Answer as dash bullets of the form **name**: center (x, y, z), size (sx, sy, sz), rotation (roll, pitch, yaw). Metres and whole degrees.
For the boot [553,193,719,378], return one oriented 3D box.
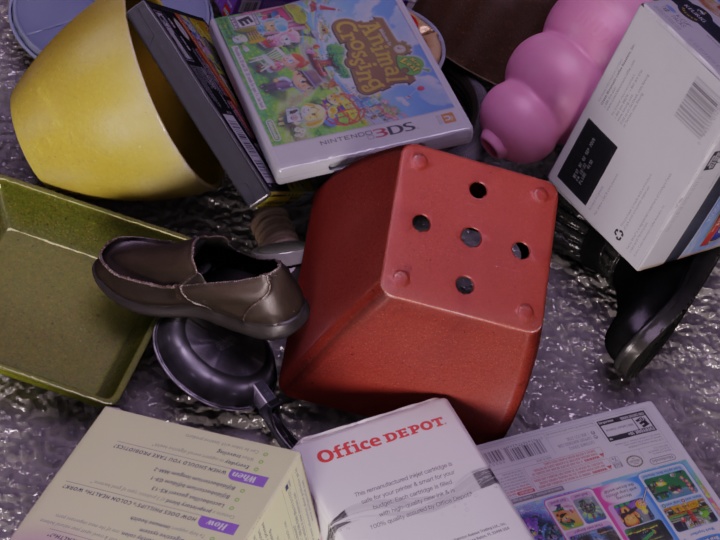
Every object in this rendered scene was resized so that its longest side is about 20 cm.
- **boot**: center (0.225, -0.003, 1.693), size (0.157, 0.080, 0.211), rotation (32, 40, 9)

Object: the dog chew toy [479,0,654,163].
- **dog chew toy**: center (0.189, -0.174, 1.710), size (0.200, 0.125, 0.125), rotation (-40, 63, -13)

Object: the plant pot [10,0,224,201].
- **plant pot**: center (-0.227, -0.142, 1.684), size (0.141, 0.200, 0.201), rotation (-21, 49, 11)

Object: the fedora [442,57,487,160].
- **fedora**: center (0.034, -0.126, 1.763), size (0.176, 0.091, 0.200), rotation (15, 41, 1)

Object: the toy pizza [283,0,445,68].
- **toy pizza**: center (-0.020, -0.212, 1.752), size (0.199, 0.032, 0.201), rotation (-1, 39, 1)

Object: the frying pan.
- **frying pan**: center (-0.104, 0.096, 1.549), size (0.115, 0.031, 0.190), rotation (1, 48, -37)

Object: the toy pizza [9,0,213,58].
- **toy pizza**: center (-0.245, -0.246, 1.849), size (0.199, 0.032, 0.201), rotation (5, 48, -5)

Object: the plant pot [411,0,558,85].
- **plant pot**: center (0.171, -0.295, 1.822), size (0.186, 0.201, 0.187), rotation (23, 22, -10)

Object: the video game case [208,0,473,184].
- **video game case**: center (-0.020, -0.170, 1.667), size (0.181, 0.022, 0.200), rotation (-13, 51, -16)

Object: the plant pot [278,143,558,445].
- **plant pot**: center (0.063, 0.007, 1.538), size (0.199, 0.176, 0.201), rotation (15, 65, -11)

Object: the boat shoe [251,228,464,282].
- **boat shoe**: center (0.000, 0.000, 1.668), size (0.200, 0.061, 0.072), rotation (-7, 10, -21)

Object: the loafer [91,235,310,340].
- **loafer**: center (-0.132, -0.003, 1.547), size (0.199, 0.072, 0.073), rotation (11, 38, 22)

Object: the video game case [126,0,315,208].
- **video game case**: center (-0.120, -0.144, 1.666), size (0.025, 0.181, 0.200), rotation (-34, 86, 11)

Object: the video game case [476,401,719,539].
- **video game case**: center (0.203, 0.199, 1.537), size (0.199, 0.024, 0.182), rotation (-11, 52, -28)

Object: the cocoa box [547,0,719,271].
- **cocoa box**: center (0.282, -0.123, 1.633), size (0.131, 0.200, 0.133), rotation (-14, 52, -40)

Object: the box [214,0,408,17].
- **box**: center (-0.066, -0.305, 1.912), size (0.199, 0.039, 0.137), rotation (-3, 48, -30)

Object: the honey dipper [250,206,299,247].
- **honey dipper**: center (-0.100, -0.085, 1.739), size (0.038, 0.038, 0.200), rotation (-9, 49, -18)

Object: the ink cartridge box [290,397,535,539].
- **ink cartridge box**: center (0.044, 0.213, 1.466), size (0.144, 0.084, 0.200), rotation (-15, 53, -22)

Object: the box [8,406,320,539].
- **box**: center (-0.154, 0.217, 1.387), size (0.175, 0.097, 0.200), rotation (10, 44, 24)

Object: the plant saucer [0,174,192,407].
- **plant saucer**: center (-0.265, 0.026, 1.601), size (0.199, 0.048, 0.200), rotation (18, 48, 6)
